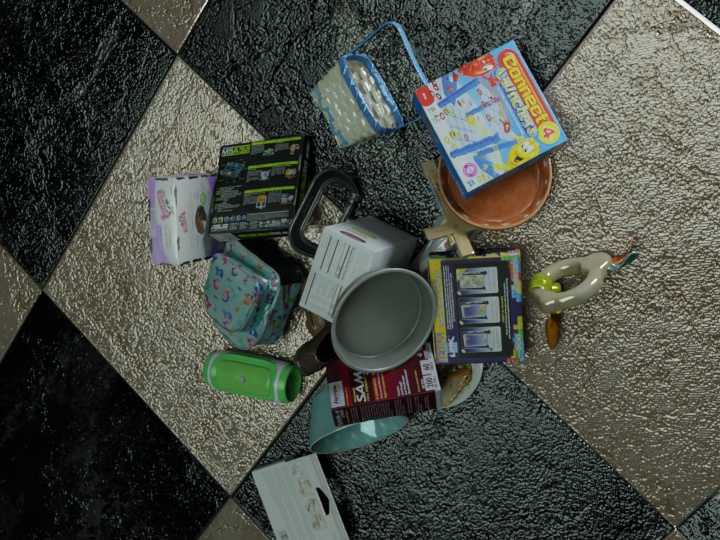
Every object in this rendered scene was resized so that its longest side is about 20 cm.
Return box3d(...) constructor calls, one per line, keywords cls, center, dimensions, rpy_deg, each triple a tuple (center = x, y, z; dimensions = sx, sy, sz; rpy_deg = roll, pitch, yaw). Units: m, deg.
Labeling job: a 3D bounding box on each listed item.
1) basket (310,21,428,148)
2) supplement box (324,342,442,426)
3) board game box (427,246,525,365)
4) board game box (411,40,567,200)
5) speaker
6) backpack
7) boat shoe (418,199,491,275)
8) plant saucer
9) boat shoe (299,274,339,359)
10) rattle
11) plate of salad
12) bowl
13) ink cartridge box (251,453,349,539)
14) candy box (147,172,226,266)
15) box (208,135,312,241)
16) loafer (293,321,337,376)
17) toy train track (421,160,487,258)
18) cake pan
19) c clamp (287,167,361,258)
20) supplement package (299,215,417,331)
box3d(cls="basket", center=(0.024, -0.326, 1.631), dimensions=(0.199, 0.139, 0.178), rpy_deg=(-25, 93, 32))
box3d(cls="supplement box", center=(0.041, 0.205, 1.631), dimensions=(0.197, 0.110, 0.061), rpy_deg=(-11, 139, 0))
box3d(cls="board game box", center=(0.208, 0.064, 1.615), dimensions=(0.163, 0.057, 0.203), rpy_deg=(-2, 107, 10))
box3d(cls="board game box", center=(0.219, -0.257, 1.545), dimensions=(0.194, 0.056, 0.202), rpy_deg=(-28, 83, -3))
box3d(cls="speaker", center=(-0.224, 0.218, 1.866), dimensions=(0.197, 0.088, 0.090), rpy_deg=(8, 101, 24))
box3d(cls="backpack", center=(-0.223, 0.055, 1.809), dimensions=(0.177, 0.150, 0.202), rpy_deg=(35, 121, 31))
box3d(cls="boat shoe", center=(0.168, -0.079, 1.647), dimensions=(0.201, 0.072, 0.069), rpy_deg=(-51, 61, 26))
box3d(cls="plant saucer", center=(0.233, -0.166, 1.578), dimensions=(0.197, 0.032, 0.203), rpy_deg=(-1, 78, 3))
box3d(cls="boat shoe", center=(-0.070, 0.104, 1.790), dimensions=(0.067, 0.072, 0.203), rpy_deg=(-16, 82, 31))
box3d(cls="rattle", center=(0.401, 0.041, 1.554), dimensions=(0.198, 0.130, 0.144), rpy_deg=(-25, 99, 0))
box3d(cls="plate of salad", center=(0.135, 0.165, 1.709), dimensions=(0.197, 0.048, 0.203), rpy_deg=(5, 100, 25))
box3d(cls="bowl", center=(-0.016, 0.267, 1.732), dimensions=(0.199, 0.200, 0.106), rpy_deg=(-29, 66, 26))
box3d(cls="ink cartridge box", center=(-0.117, 0.485, 1.879), dimensions=(0.175, 0.045, 0.202), rpy_deg=(-22, 89, 27))
box3d(cls="candy box", center=(-0.335, -0.107, 1.804), dimensions=(0.071, 0.200, 0.170), rpy_deg=(3, 99, 24))
box3d(cls="box", center=(-0.197, -0.160, 1.775), dimensions=(0.197, 0.047, 0.196), rpy_deg=(-4, 68, 25))
box3d(cls="loafer", center=(-0.038, 0.128, 1.709), dimensions=(0.073, 0.200, 0.071), rpy_deg=(54, 145, -13))
box3d(cls="toy train track", center=(0.151, -0.105, 1.599), dimensions=(0.113, 0.033, 0.202), rpy_deg=(-14, 64, -13))
box3d(cls="cake pan", center=(0.036, 0.082, 1.570), dimensions=(0.037, 0.198, 0.202), rpy_deg=(46, 121, 55))
box3d(cls="c clamp", center=(-0.059, -0.091, 1.730), dimensions=(0.027, 0.169, 0.202), rpy_deg=(32, 101, 52))
box3d(cls="supplement package", center=(0.000, 0.000, 1.661), dimensions=(0.110, 0.200, 0.158), rpy_deg=(26, 109, 19))
